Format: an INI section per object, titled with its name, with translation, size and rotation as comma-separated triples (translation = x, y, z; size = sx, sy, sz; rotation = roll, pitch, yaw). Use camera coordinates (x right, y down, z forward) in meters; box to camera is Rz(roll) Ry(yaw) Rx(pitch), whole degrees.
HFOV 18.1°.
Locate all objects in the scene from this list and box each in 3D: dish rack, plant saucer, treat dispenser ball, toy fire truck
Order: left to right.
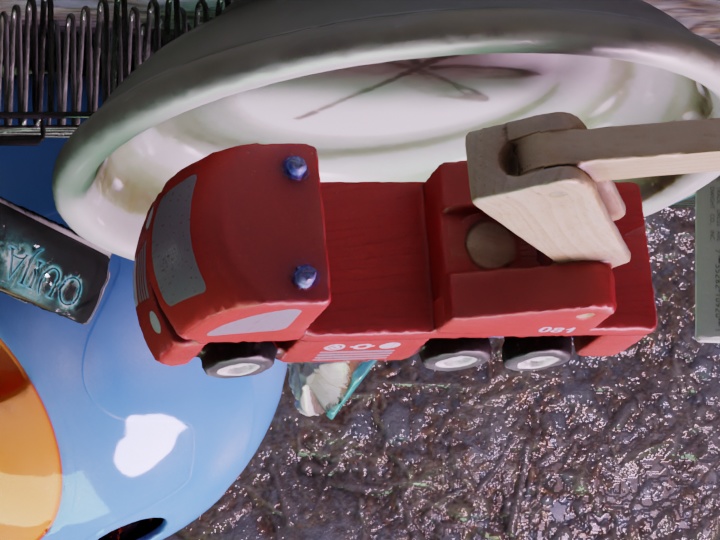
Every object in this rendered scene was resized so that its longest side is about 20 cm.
[treat dispenser ball]
translation = -0.128, 0.021, 0.928
size = 0.199, 0.203, 0.201
rotation = 2, 180, 0
[dish rack]
translation = -0.081, -0.066, 0.750
size = 0.199, 0.055, 0.153
rotation = 0, -178, -19
[plant saucer]
translation = 0.011, -0.048, 0.640
size = 0.198, 0.051, 0.200
rotation = -6, 163, -2
[toy fire truck]
translation = 0.049, -0.014, 0.593
size = 0.198, 0.049, 0.141
rotation = 0, 162, -18

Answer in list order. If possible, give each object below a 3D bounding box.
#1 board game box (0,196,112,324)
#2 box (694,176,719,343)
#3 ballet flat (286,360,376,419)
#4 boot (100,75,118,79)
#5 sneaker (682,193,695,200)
[board game box]
translation = -0.186, -0.040, 0.679
size = 0.199, 0.028, 0.135
rotation = 20, 175, 33
[box]
translation = 0.235, -0.024, 1.021
size = 0.101, 0.113, 0.200
rotation = 0, 180, 31
[ballet flat]
translation = 0.000, 0.000, 0.910
size = 0.071, 0.072, 0.200
rotation = 2, -162, 18
[boot]
translation = -0.087, -0.062, 1.082
size = 0.130, 0.068, 0.200
rotation = -4, 179, 20
[sneaker]
translation = 0.088, -0.050, 1.103
size = 0.199, 0.071, 0.093
rotation = -2, 172, 45
